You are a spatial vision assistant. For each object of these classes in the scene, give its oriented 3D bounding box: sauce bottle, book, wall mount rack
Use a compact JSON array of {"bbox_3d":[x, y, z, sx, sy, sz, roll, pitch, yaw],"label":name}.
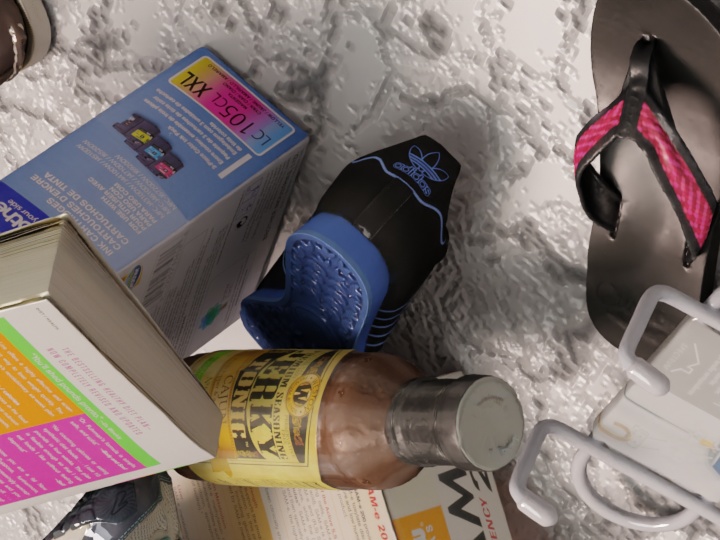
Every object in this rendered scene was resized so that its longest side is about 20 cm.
[{"bbox_3d":[-0.010,0.065,1.310,0.200,0.065,0.065,-4,116,48],"label":"sauce bottle"},{"bbox_3d":[-0.178,0.058,1.288,0.200,0.048,0.134,-15,134,25],"label":"book"},{"bbox_3d":[0.166,0.093,1.269,0.174,0.075,0.200,29,140,-4],"label":"wall mount rack"}]

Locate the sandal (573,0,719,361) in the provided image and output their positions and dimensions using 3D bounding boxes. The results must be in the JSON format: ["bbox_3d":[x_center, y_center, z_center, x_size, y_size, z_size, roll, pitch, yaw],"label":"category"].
[{"bbox_3d":[0.120,-0.034,1.233,0.075,0.045,0.200,23,133,28],"label":"sandal"}]

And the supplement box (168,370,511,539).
[{"bbox_3d":[-0.020,0.134,1.439,0.200,0.073,0.126,-20,85,48],"label":"supplement box"}]

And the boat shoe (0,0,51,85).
[{"bbox_3d":[-0.229,-0.172,1.433,0.072,0.060,0.200,-25,101,49],"label":"boat shoe"}]

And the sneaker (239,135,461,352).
[{"bbox_3d":[0.000,0.000,1.358,0.070,0.078,0.200,45,161,3],"label":"sneaker"}]

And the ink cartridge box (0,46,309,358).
[{"bbox_3d":[-0.125,0.004,1.363,0.076,0.200,0.137,37,138,15],"label":"ink cartridge box"}]

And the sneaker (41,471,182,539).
[{"bbox_3d":[-0.095,0.148,1.387,0.086,0.078,0.200,40,162,15],"label":"sneaker"}]
